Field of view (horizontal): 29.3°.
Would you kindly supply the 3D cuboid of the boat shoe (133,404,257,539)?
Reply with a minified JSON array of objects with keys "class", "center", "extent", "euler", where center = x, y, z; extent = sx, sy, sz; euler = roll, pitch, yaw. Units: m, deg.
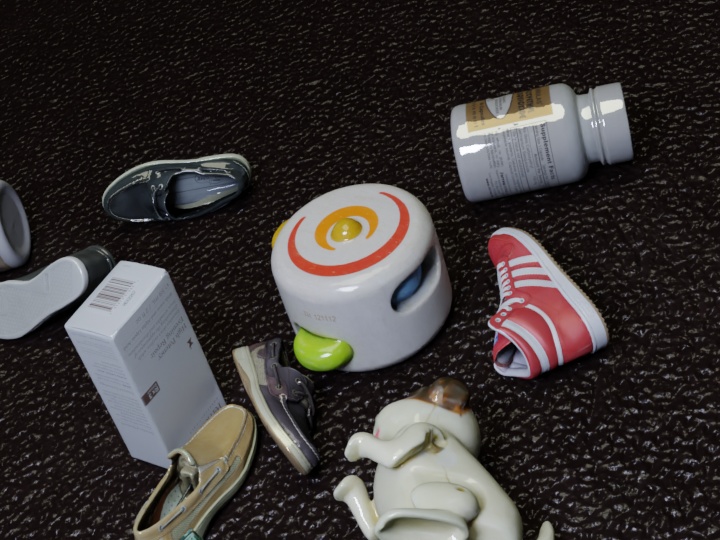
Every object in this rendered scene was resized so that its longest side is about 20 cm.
[{"class":"boat shoe","center":[-0.164,0.202,1.374],"extent":[0.071,0.077,0.201],"euler":[2,44,26]}]

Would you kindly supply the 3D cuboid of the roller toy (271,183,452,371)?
[{"class":"roller toy","center":[0.000,0.000,1.484],"extent":[0.180,0.141,0.201],"euler":[-17,38,3]}]

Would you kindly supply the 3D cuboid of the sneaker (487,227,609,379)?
[{"class":"sneaker","center":[0.159,0.034,1.432],"extent":[0.111,0.072,0.200],"euler":[-26,41,-13]}]

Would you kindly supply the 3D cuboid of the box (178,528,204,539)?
[{"class":"box","center":[-0.172,0.320,1.191],"extent":[0.144,0.036,0.200],"euler":[-46,21,-3]}]

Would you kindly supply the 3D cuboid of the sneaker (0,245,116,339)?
[{"class":"sneaker","center":[-0.376,0.028,1.684],"extent":[0.198,0.072,0.099],"euler":[-23,-2,32]}]

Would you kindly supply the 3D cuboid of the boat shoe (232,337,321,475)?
[{"class":"boat shoe","center":[-0.078,0.131,1.424],"extent":[0.064,0.072,0.200],"euler":[-31,34,-4]}]

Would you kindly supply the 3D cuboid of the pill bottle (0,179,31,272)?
[{"class":"pill bottle","center":[-0.538,-0.038,1.782],"extent":[0.197,0.117,0.117],"euler":[-15,39,8]}]

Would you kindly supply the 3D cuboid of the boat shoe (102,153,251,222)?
[{"class":"boat shoe","center":[-0.235,-0.096,1.750],"extent":[0.196,0.076,0.066],"euler":[-8,28,0]}]

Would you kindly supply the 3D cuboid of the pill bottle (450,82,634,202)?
[{"class":"pill bottle","center":[0.210,-0.153,1.589],"extent":[0.197,0.115,0.115],"euler":[-11,40,11]}]

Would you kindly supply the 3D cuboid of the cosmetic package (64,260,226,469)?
[{"class":"cosmetic package","center":[-0.217,0.100,1.416],"extent":[0.073,0.202,0.102],"euler":[11,48,33]}]

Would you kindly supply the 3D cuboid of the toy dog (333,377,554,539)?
[{"class":"toy dog","center":[0.071,0.188,1.246],"extent":[0.191,0.141,0.201],"euler":[-7,39,-4]}]
